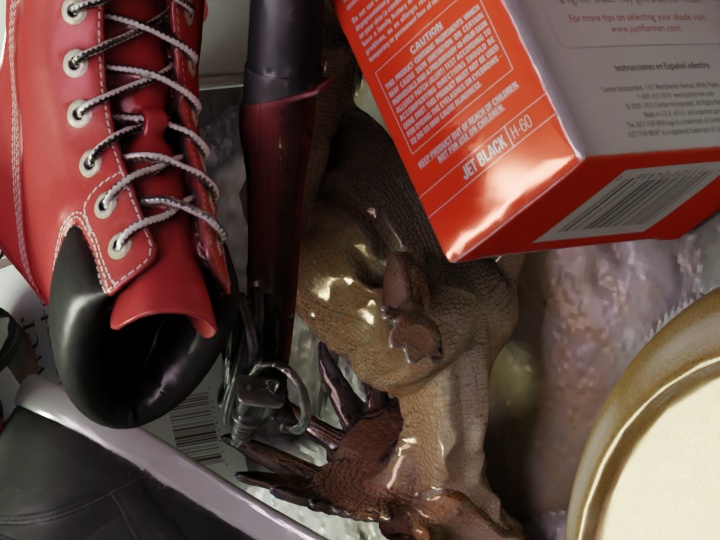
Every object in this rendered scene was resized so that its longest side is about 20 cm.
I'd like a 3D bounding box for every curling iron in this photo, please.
[{"bbox_3d":[-0.019,-0.043,0.792,0.050,0.025,0.201,-123,37,-69],"label":"curling iron"}]

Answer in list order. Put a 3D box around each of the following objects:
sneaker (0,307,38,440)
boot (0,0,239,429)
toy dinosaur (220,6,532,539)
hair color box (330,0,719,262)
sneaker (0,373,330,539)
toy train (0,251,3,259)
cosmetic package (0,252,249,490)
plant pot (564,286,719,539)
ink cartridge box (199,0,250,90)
[{"bbox_3d":[-0.143,0.014,0.887,0.071,0.200,0.098,15,94,13],"label":"sneaker"},{"bbox_3d":[-0.059,-0.063,0.778,0.144,0.072,0.200,-120,35,-52],"label":"boot"},{"bbox_3d":[0.000,0.000,0.878,0.136,0.086,0.200,-48,53,50],"label":"toy dinosaur"},{"bbox_3d":[0.037,-0.106,0.813,0.061,0.101,0.200,-39,67,41],"label":"hair color box"},{"bbox_3d":[-0.041,0.122,0.881,0.200,0.071,0.099,29,82,7],"label":"sneaker"},{"bbox_3d":[-0.174,0.001,1.011,0.200,0.034,0.046,-35,66,43],"label":"toy train"},{"bbox_3d":[-0.125,-0.002,1.021,0.151,0.052,0.201,-21,80,47],"label":"cosmetic package"},{"bbox_3d":[0.128,0.099,0.797,0.200,0.027,0.201,7,100,44],"label":"plant pot"},{"bbox_3d":[-0.102,-0.152,0.914,0.144,0.084,0.201,-5,91,9],"label":"ink cartridge box"}]
